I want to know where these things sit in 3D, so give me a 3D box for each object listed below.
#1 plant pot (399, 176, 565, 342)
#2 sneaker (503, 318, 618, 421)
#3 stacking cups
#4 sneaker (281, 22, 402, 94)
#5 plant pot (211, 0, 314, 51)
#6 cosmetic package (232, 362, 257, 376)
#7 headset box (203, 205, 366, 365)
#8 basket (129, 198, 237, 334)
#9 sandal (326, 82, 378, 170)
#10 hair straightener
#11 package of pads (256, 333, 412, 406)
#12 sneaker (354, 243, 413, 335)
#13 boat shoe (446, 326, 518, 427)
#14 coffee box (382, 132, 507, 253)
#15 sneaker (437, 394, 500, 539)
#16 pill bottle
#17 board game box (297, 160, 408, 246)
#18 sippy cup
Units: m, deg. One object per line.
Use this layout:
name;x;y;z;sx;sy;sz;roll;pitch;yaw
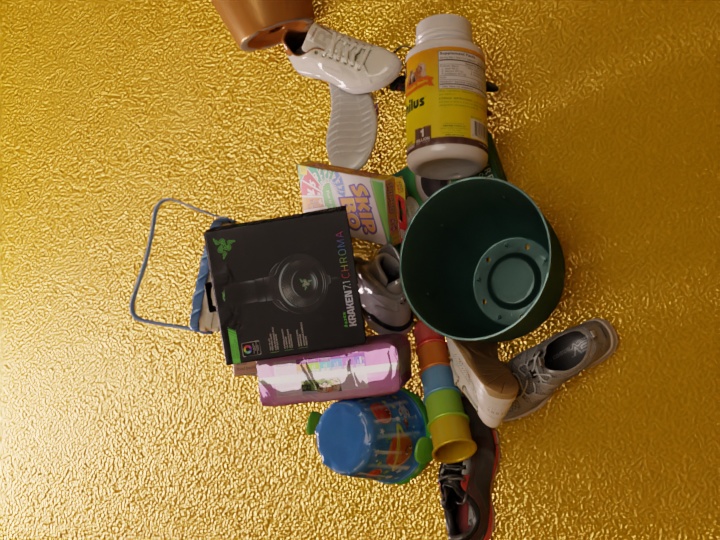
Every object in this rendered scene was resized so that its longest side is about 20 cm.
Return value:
plant pot;0.171;0.001;1.296;0.198;0.161;0.204;-7;75;27
sneaker;0.229;0.121;1.297;0.200;0.082;0.075;-40;66;20
stacking cups;0.108;0.151;1.345;0.060;0.060;0.202;-28;49;25
sneaker;-0.035;-0.312;1.475;0.198;0.085;0.074;14;71;32
plant pot;-0.157;-0.445;1.548;0.198;0.200;0.186;-20;90;27
cosmetic package;-0.134;0.053;1.518;0.102;0.087;0.203;-11;78;30
headset box;-0.101;0.018;1.318;0.197;0.093;0.177;-8;96;0
basket;-0.214;0.008;1.427;0.197;0.139;0.179;16;93;0
sandal;-0.006;-0.228;1.502;0.081;0.050;0.205;-12;64;25
hair straightener;0.111;-0.279;1.449;0.198;0.041;0.078;21;95;35
package of pads;-0.032;0.134;1.368;0.197;0.120;0.077;-8;88;11
sneaker;0.000;0.000;1.425;0.199;0.075;0.116;38;145;24
boat shoe;0.146;0.129;1.315;0.201;0.070;0.070;-106;27;-62
coffee box;0.111;-0.099;1.418;0.198;0.044;0.124;-28;70;26
sneaker;0.137;0.263;1.334;0.076;0.082;0.203;-12;76;29
pill bottle;0.113;-0.230;1.348;0.108;0.109;0.203;-8;74;29
board game box;-0.012;-0.096;1.439;0.198;0.030;0.097;14;119;41
sippy cup;0.011;0.225;1.380;0.177;0.130;0.141;-35;65;28
